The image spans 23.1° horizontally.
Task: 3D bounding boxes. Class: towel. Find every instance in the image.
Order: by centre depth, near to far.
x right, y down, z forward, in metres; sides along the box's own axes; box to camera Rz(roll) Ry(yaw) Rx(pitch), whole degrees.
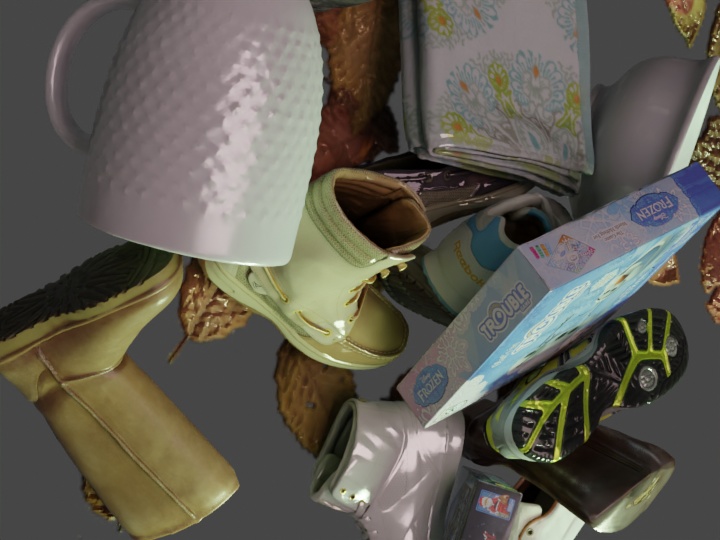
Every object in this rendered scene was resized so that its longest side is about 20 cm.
[{"bbox_3d":[0.106,-0.166,1.356,0.170,0.048,0.202,11,68,-37],"label":"towel"}]

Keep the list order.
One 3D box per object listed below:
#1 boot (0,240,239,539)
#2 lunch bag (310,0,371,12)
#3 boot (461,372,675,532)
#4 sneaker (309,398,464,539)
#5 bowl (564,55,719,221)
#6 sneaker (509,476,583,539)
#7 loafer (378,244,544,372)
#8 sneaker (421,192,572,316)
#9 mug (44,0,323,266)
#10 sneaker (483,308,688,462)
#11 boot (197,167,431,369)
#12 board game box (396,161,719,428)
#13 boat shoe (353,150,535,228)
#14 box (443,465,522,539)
[{"bbox_3d":[-0.145,0.084,1.209,0.201,0.174,0.066,54,30,-28],"label":"boot"},{"bbox_3d":[-0.054,-0.260,1.186,0.199,0.167,0.141,20,87,-37],"label":"lunch bag"},{"bbox_3d":[0.195,0.127,1.421,0.186,0.199,0.065,-35,120,-25],"label":"boot"},{"bbox_3d":[0.006,0.196,1.388,0.114,0.074,0.202,7,97,-24],"label":"sneaker"},{"bbox_3d":[0.219,-0.093,1.443,0.201,0.090,0.203,21,90,-78],"label":"bowl"},{"bbox_3d":[0.122,0.239,1.469,0.085,0.072,0.201,51,58,-41],"label":"sneaker"},{"bbox_3d":[0.089,0.017,1.407,0.200,0.075,0.069,34,77,-45],"label":"loafer"},{"bbox_3d":[0.126,-0.020,1.345,0.077,0.081,0.200,56,31,4],"label":"sneaker"},{"bbox_3d":[-0.120,-0.114,1.161,0.147,0.198,0.177,-8,113,-68],"label":"mug"},{"bbox_3d":[0.175,0.084,1.378,0.199,0.076,0.076,-24,98,-31],"label":"sneaker"},{"bbox_3d":[0.000,0.000,1.280,0.199,0.155,0.073,35,50,-33],"label":"boot"},{"bbox_3d":[0.146,0.019,1.295,0.198,0.200,0.044,-23,71,-37],"label":"board game box"},{"bbox_3d":[0.068,-0.079,1.372,0.199,0.072,0.065,-22,115,-26],"label":"boat shoe"},{"bbox_3d":[0.074,0.262,1.403,0.037,0.137,0.202,18,88,-2],"label":"box"}]
